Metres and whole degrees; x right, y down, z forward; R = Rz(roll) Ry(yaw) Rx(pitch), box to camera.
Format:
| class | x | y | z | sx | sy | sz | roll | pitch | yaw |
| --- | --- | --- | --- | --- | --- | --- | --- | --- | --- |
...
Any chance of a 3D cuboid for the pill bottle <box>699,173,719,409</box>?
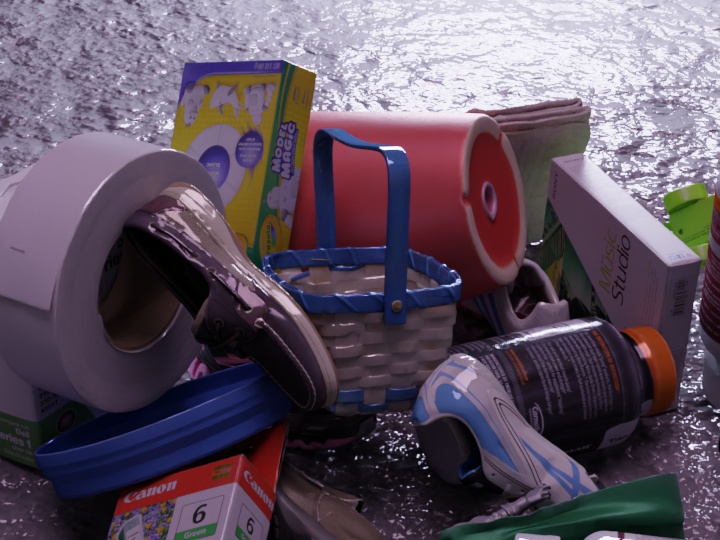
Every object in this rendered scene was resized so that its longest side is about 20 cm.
| class | x | y | z | sx | sy | sz | roll | pitch | yaw |
| --- | --- | --- | --- | --- | --- | --- | --- | --- | --- |
| pill bottle | 0.332 | 0.015 | 1.514 | 0.109 | 0.201 | 0.110 | 1 | 31 | -1 |

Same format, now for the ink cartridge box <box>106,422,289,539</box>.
| class | x | y | z | sx | sy | sz | roll | pitch | yaw |
| --- | --- | --- | --- | --- | --- | --- | --- | --- | --- |
| ink cartridge box | -0.119 | 0.178 | 1.299 | 0.108 | 0.050 | 0.201 | -18 | 38 | 26 |

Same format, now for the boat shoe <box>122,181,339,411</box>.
| class | x | y | z | sx | sy | sz | roll | pitch | yaw |
| --- | --- | --- | --- | --- | --- | --- | --- | --- | --- |
| boat shoe | -0.095 | 0.027 | 1.336 | 0.065 | 0.072 | 0.200 | -32 | 77 | -31 |

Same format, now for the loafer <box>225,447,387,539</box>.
| class | x | y | z | sx | sy | sz | roll | pitch | yaw |
| --- | --- | --- | --- | --- | --- | --- | --- | --- | --- |
| loafer | -0.036 | 0.190 | 1.356 | 0.069 | 0.076 | 0.200 | -3 | 28 | -37 |

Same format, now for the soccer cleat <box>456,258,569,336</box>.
| class | x | y | z | sx | sy | sz | roll | pitch | yaw |
| --- | --- | --- | --- | --- | --- | --- | --- | --- | --- |
| soccer cleat | 0.129 | 0.013 | 1.633 | 0.069 | 0.087 | 0.200 | -12 | 33 | -22 |

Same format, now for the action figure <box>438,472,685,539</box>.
| class | x | y | z | sx | sy | sz | roll | pitch | yaw |
| --- | --- | --- | --- | --- | --- | --- | --- | --- | --- |
| action figure | 0.129 | 0.195 | 1.326 | 0.198 | 0.119 | 0.055 | -8 | 29 | 4 |

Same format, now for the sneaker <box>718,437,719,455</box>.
| class | x | y | z | sx | sy | sz | roll | pitch | yaw |
| --- | --- | --- | --- | --- | --- | --- | --- | --- | --- |
| sneaker | 0.336 | 0.173 | 1.401 | 0.079 | 0.072 | 0.200 | -12 | 28 | -13 |

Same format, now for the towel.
| class | x | y | z | sx | sy | sz | roll | pitch | yaw |
| --- | --- | --- | --- | --- | --- | --- | --- | --- | --- |
| towel | 0.130 | -0.084 | 1.701 | 0.131 | 0.201 | 0.035 | -7 | 57 | -16 |

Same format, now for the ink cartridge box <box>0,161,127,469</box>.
| class | x | y | z | sx | sy | sz | roll | pitch | yaw |
| --- | --- | --- | --- | --- | --- | --- | --- | --- | --- |
| ink cartridge box | -0.242 | 0.029 | 1.474 | 0.083 | 0.201 | 0.145 | 16 | 33 | 30 |

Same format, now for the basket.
| class | x | y | z | sx | sy | sz | roll | pitch | yaw |
| --- | --- | --- | --- | --- | --- | --- | --- | --- | --- |
| basket | 0.000 | 0.000 | 1.402 | 0.138 | 0.202 | 0.176 | 0 | 9 | -18 |

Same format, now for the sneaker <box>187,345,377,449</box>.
| class | x | y | z | sx | sy | sz | roll | pitch | yaw |
| --- | --- | --- | --- | --- | --- | --- | --- | --- | --- |
| sneaker | -0.067 | 0.072 | 1.520 | 0.199 | 0.096 | 0.079 | 27 | 37 | 33 |

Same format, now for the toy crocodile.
| class | x | y | z | sx | sy | sz | roll | pitch | yaw |
| --- | --- | --- | --- | --- | --- | --- | --- | --- | --- |
| toy crocodile | 0.273 | -0.022 | 1.634 | 0.061 | 0.200 | 0.068 | -5 | 69 | -40 |

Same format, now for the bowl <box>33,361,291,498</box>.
| class | x | y | z | sx | sy | sz | roll | pitch | yaw |
| --- | --- | --- | --- | --- | --- | --- | --- | --- | --- |
| bowl | -0.143 | 0.118 | 1.401 | 0.199 | 0.040 | 0.201 | -20 | 4 | 2 |

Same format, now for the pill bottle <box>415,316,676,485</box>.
| class | x | y | z | sx | sy | sz | roll | pitch | yaw |
| --- | --- | --- | --- | --- | --- | --- | --- | --- | --- |
| pill bottle | 0.148 | 0.097 | 1.476 | 0.198 | 0.107 | 0.106 | -11 | 33 | -20 |

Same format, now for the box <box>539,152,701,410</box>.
| class | x | y | z | sx | sy | sz | roll | pitch | yaw |
| --- | --- | --- | --- | --- | --- | --- | --- | --- | --- |
| box | 0.214 | 0.008 | 1.590 | 0.036 | 0.145 | 0.200 | -9 | 32 | -20 |

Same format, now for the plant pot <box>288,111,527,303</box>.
| class | x | y | z | sx | sy | sz | roll | pitch | yaw |
| --- | --- | --- | --- | --- | --- | --- | --- | --- | --- |
| plant pot | 0.034 | -0.047 | 1.572 | 0.176 | 0.202 | 0.201 | -8 | 25 | 26 |

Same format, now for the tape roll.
| class | x | y | z | sx | sy | sz | roll | pitch | yaw |
| --- | --- | --- | --- | --- | --- | --- | --- | --- | --- |
| tape roll | -0.186 | 0.001 | 1.401 | 0.070 | 0.204 | 0.202 | 16 | 33 | 31 |

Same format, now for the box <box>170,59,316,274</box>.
| class | x | y | z | sx | sy | sz | roll | pitch | yaw |
| --- | --- | --- | --- | --- | --- | --- | --- | --- | --- |
| box | -0.106 | -0.067 | 1.515 | 0.117 | 0.202 | 0.048 | 3 | -7 | 40 |

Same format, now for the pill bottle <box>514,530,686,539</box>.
| class | x | y | z | sx | sy | sz | roll | pitch | yaw |
| --- | --- | --- | --- | --- | --- | --- | --- | --- | --- |
| pill bottle | 0.197 | 0.232 | 1.248 | 0.198 | 0.110 | 0.110 | 6 | 31 | 7 |

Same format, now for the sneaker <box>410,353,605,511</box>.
| class | x | y | z | sx | sy | sz | roll | pitch | yaw |
| --- | --- | --- | --- | --- | --- | --- | --- | --- | --- |
| sneaker | 0.117 | 0.147 | 1.367 | 0.073 | 0.200 | 0.072 | -48 | 9 | -8 |
